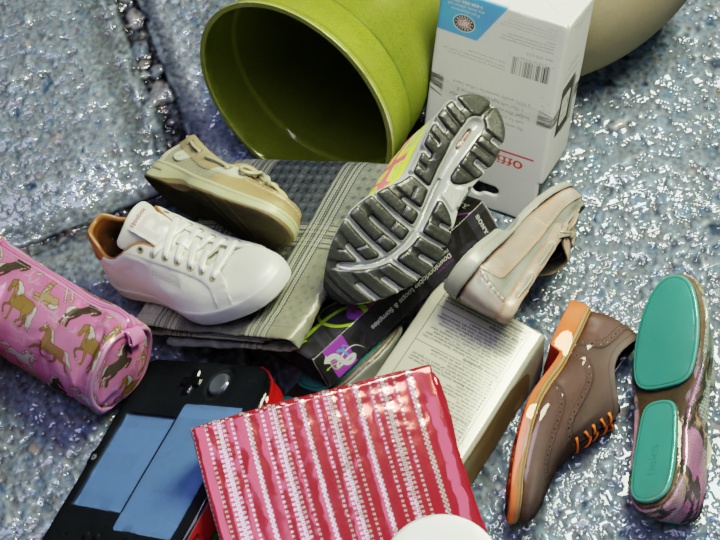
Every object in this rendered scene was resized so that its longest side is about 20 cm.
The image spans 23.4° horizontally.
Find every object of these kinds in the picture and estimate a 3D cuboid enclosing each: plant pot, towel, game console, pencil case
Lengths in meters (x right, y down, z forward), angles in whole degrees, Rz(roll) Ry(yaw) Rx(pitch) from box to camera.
[{"bbox_3d":[-0.004,-0.203,1.523,0.200,0.201,0.193,28,55,20],"label":"plant pot"},{"bbox_3d":[-0.015,0.160,1.298,0.199,0.023,0.146,-13,72,-13],"label":"towel"},{"bbox_3d":[-0.160,0.158,1.366,0.176,0.031,0.201,4,55,43],"label":"game console"},{"bbox_3d":[-0.079,-0.013,1.458,0.192,0.035,0.201,4,53,39],"label":"towel"},{"bbox_3d":[-0.265,0.040,1.451,0.199,0.087,0.083,30,60,24],"label":"pencil case"},{"bbox_3d":[0.175,-0.248,1.538,0.200,0.200,0.135,40,104,24],"label":"plant pot"}]

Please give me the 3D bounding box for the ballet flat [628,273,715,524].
[{"bbox_3d":[0.254,0.105,1.380,0.069,0.071,0.201,-12,61,41],"label":"ballet flat"}]

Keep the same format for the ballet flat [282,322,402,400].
[{"bbox_3d":[-0.037,0.117,1.408,0.200,0.064,0.067,-38,24,-15],"label":"ballet flat"}]

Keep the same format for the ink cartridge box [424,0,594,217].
[{"bbox_3d":[0.122,-0.154,1.485,0.115,0.201,0.067,20,41,16],"label":"ink cartridge box"}]

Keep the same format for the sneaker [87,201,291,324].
[{"bbox_3d":[-0.149,-0.010,1.414,0.199,0.085,0.073,5,51,38],"label":"sneaker"}]

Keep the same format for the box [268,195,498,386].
[{"bbox_3d":[0.000,0.000,1.445,0.200,0.036,0.143,-42,33,-18],"label":"box"}]

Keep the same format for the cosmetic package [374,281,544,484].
[{"bbox_3d":[0.056,0.121,1.387,0.105,0.071,0.200,29,67,19],"label":"cosmetic package"}]

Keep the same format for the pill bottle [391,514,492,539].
[{"bbox_3d":[0.063,0.250,1.237,0.112,0.200,0.113,-2,60,4],"label":"pill bottle"}]

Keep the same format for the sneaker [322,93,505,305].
[{"bbox_3d":[0.039,-0.050,1.395,0.078,0.090,0.200,43,76,-8],"label":"sneaker"}]

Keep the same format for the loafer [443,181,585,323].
[{"bbox_3d":[0.139,-0.011,1.430,0.063,0.072,0.200,41,38,12],"label":"loafer"}]

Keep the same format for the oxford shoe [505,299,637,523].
[{"bbox_3d":[0.168,0.117,1.381,0.072,0.071,0.201,20,64,10],"label":"oxford shoe"}]

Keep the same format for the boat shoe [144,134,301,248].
[{"bbox_3d":[-0.108,-0.072,1.458,0.063,0.073,0.200,-52,33,-13],"label":"boat shoe"}]

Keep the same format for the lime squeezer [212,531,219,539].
[{"bbox_3d":[-0.118,0.209,1.359,0.038,0.071,0.200,-31,38,7],"label":"lime squeezer"}]
